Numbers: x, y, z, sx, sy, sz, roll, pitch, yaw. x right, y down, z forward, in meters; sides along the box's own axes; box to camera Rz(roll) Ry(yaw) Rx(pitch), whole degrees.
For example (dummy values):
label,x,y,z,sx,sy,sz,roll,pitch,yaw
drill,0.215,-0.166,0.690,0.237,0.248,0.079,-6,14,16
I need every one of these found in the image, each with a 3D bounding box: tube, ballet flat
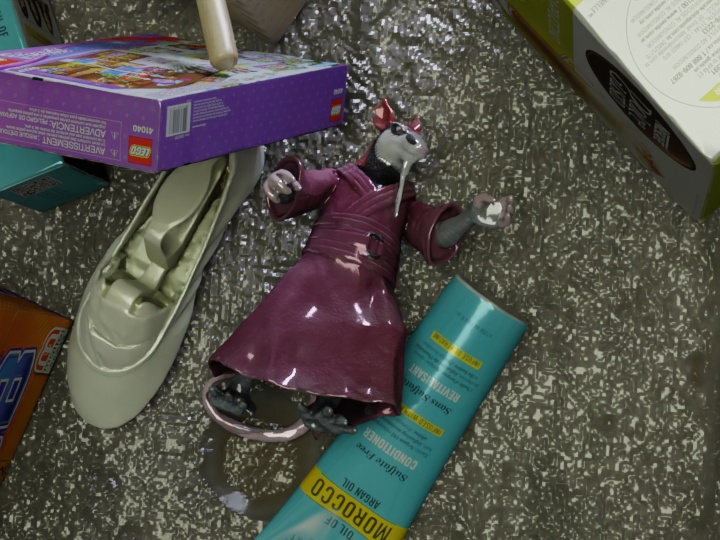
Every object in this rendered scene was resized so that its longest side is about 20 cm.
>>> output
label,x,y,z,sx,sy,sz,roll,pitch,yaw
tube,0.021,0.099,0.976,0.077,0.050,0.201,34,97,13
ballet flat,-0.122,-0.003,0.996,0.069,0.069,0.201,28,90,11

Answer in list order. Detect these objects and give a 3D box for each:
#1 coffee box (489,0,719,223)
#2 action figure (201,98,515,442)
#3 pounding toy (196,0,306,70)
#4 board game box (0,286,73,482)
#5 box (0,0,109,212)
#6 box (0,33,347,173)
label,x,y,z,sx,sy,sz,roll,pitch,yaw
coffee box,0.188,-0.172,0.894,0.200,0.200,0.198,-41,80,3
action figure,0.000,0.000,0.972,0.133,0.149,0.201,21,68,-1
pounding toy,-0.081,-0.224,0.968,0.184,0.142,0.201,33,87,11
board game box,-0.314,0.071,0.952,0.199,0.200,0.201,24,88,11
box,-0.213,-0.140,1.016,0.049,0.082,0.201,-21,81,8
box,-0.111,-0.094,0.922,0.136,0.200,0.039,12,106,25
